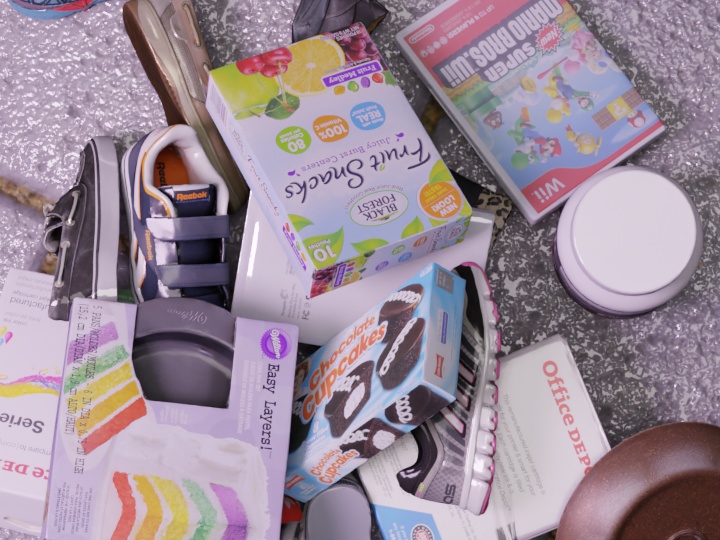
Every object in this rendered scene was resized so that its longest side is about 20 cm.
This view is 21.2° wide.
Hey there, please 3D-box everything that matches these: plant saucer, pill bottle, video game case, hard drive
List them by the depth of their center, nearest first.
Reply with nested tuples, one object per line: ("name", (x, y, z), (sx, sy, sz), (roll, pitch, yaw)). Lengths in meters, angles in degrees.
("pill bottle", (0.213, -0.023, 1.540), (0.115, 0.200, 0.116), (0, 86, 4))
("plant saucer", (0.254, 0.221, 1.552), (0.199, 0.037, 0.201), (-7, 111, -18))
("hard drive", (0.000, 0.000, 1.577), (0.199, 0.026, 0.133), (9, 101, -4))
("video game case", (0.142, -0.157, 1.626), (0.143, 0.017, 0.200), (-34, 79, -10))

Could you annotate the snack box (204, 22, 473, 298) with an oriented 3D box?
("snack box", (-0.019, -0.091, 1.537), (0.142, 0.053, 0.200), (-21, 66, -18))

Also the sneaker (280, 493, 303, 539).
("sneaker", (-0.077, 0.171, 1.583), (0.070, 0.093, 0.201), (0, 93, -36))

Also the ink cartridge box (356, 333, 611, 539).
("ink cartridge box", (0.102, 0.157, 1.594), (0.199, 0.084, 0.147), (-21, 84, 2))

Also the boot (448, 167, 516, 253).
("boot", (0.023, -0.013, 1.620), (0.153, 0.073, 0.204), (29, 90, 3))

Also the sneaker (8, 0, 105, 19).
("sneaker", (-0.215, -0.269, 1.643), (0.199, 0.096, 0.080), (-23, 85, 2))

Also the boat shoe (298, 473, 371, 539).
("boat shoe", (-0.025, 0.255, 1.605), (0.071, 0.070, 0.201), (-2, 111, -6))

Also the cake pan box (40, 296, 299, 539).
("cake pan box", (-0.146, 0.123, 1.500), (0.183, 0.052, 0.201), (9, 76, -11))

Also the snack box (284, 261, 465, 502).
("snack box", (0.005, 0.090, 1.516), (0.037, 0.200, 0.117), (29, 46, -24))

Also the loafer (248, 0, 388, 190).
("loafer", (-0.040, -0.152, 1.635), (0.072, 0.073, 0.201), (20, 89, 1))

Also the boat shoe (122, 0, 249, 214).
("boat shoe", (-0.135, -0.147, 1.642), (0.065, 0.072, 0.201), (-26, 92, -19))

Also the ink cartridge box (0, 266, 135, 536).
("ink cartridge box", (-0.245, 0.113, 1.586), (0.145, 0.088, 0.201), (12, 63, 5))

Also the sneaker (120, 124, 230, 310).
("sneaker", (-0.147, -0.023, 1.572), (0.078, 0.079, 0.201), (-7, 75, -34))

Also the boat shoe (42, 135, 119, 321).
("boat shoe", (-0.232, -0.039, 1.596), (0.063, 0.071, 0.201), (1, 45, -8))

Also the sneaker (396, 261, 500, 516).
("sneaker", (0.064, 0.092, 1.524), (0.087, 0.074, 0.201), (2, 87, 0))
